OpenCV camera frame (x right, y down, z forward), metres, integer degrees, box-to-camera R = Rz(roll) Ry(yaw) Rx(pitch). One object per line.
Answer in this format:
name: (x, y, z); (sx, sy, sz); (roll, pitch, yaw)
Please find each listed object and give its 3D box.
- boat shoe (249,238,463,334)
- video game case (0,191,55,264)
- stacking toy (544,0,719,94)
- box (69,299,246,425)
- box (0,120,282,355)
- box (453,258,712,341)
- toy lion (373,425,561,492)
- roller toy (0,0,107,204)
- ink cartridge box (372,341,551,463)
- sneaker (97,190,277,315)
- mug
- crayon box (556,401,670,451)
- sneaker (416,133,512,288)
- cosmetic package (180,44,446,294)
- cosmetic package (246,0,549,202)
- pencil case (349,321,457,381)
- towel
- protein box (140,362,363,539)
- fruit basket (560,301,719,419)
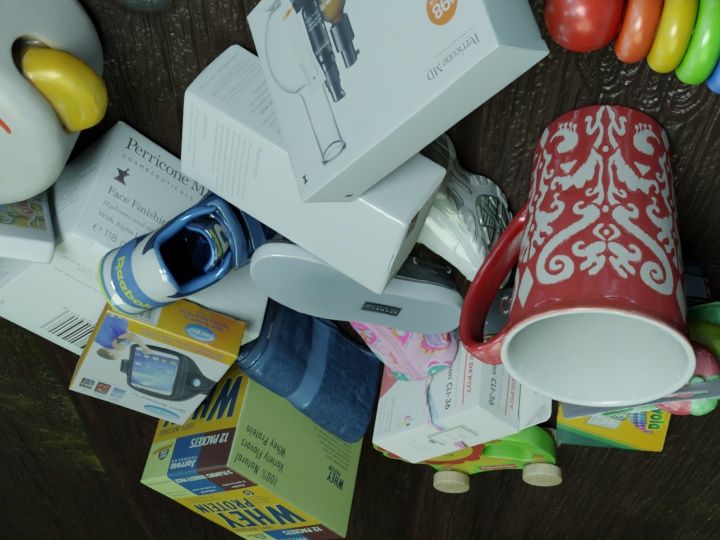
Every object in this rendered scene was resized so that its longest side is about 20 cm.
boat shoe: (0.000, 0.000, 0.833); (0.199, 0.066, 0.070); (12, 139, -19)
video game case: (-0.357, -0.066, 0.809); (0.181, 0.200, 0.023); (9, 110, -25)
stacking toy: (0.221, -0.158, 0.632); (0.199, 0.086, 0.085); (15, 146, 6)
box: (-0.195, 0.086, 0.895); (0.119, 0.042, 0.200); (21, 142, -15)
box: (-0.216, -0.005, 0.920); (0.199, 0.131, 0.200); (33, 140, -30)
box: (0.200, 0.029, 0.878); (0.200, 0.038, 0.136); (-15, 168, 34)
toy lion: (0.124, 0.210, 1.173); (0.199, 0.069, 0.192); (-11, 147, 28)
roller toy: (-0.300, -0.143, 0.737); (0.199, 0.140, 0.182); (23, 145, -18)
ink cartridge box: (0.109, 0.121, 1.024); (0.067, 0.117, 0.200); (33, 140, -30)
sneaker: (-0.121, -0.027, 0.811); (0.082, 0.200, 0.074); (-18, 107, 49)
mug: (0.160, -0.017, 0.733); (0.177, 0.201, 0.134); (0, 145, 17)
crayon box: (0.271, 0.121, 1.027); (0.118, 0.058, 0.200); (3, 145, 12)
sneaker: (0.059, -0.054, 0.835); (0.099, 0.078, 0.200); (-12, 131, 40)
cosmetic package: (-0.042, -0.079, 0.756); (0.200, 0.074, 0.102); (31, 147, 7)
cosmetic package: (0.013, -0.153, 0.622); (0.052, 0.151, 0.200); (-7, 162, -41)
pencil case: (0.020, 0.034, 0.952); (0.087, 0.088, 0.200); (-10, 141, 29)
towel: (-0.054, 0.099, 1.041); (0.048, 0.112, 0.200); (-18, 136, 34)
protein box: (-0.109, 0.178, 1.093); (0.135, 0.201, 0.198); (-17, 137, 35)
fruit basket: (0.264, 0.092, 0.830); (0.185, 0.200, 0.094); (-11, 101, 10)
